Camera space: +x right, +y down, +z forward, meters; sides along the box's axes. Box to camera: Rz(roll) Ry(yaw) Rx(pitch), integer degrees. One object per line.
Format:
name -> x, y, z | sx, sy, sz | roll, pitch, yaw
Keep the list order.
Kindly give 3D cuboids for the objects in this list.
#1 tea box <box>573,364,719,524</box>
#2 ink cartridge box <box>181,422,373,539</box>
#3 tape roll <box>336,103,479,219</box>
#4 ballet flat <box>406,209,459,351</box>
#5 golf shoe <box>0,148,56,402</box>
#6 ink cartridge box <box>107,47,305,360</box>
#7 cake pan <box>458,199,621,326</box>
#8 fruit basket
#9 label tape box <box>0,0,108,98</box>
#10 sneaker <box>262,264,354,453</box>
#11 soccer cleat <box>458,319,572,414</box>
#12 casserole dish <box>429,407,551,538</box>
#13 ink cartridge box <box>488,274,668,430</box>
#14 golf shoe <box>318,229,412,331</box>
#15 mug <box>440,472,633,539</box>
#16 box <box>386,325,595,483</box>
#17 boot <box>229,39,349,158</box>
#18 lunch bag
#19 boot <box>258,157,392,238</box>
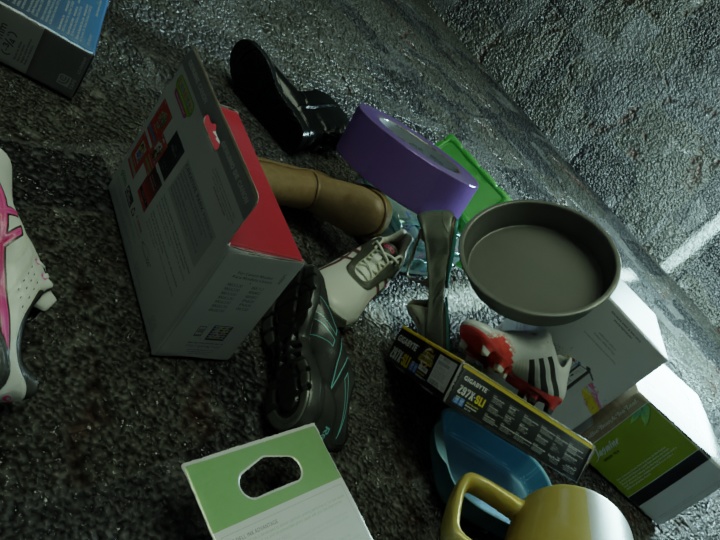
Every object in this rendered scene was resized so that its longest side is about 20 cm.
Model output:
tea box -> 0.421, 0.224, 1.001 | 0.196, 0.134, 0.201 | 41, 27, -6
ink cartridge box -> -0.040, 0.220, 0.461 | 0.144, 0.048, 0.202 | 0, 50, -54
tape roll -> 0.065, -0.146, 0.905 | 0.197, 0.066, 0.201 | 31, 18, -11
ballet flat -> 0.087, 0.027, 0.827 | 0.062, 0.207, 0.067 | 4, 5, 8
golf shoe -> -0.257, -0.001, 0.451 | 0.091, 0.072, 0.205 | 25, 42, -43
ink cartridge box -> -0.133, -0.058, 0.581 | 0.083, 0.176, 0.203 | 11, 41, -45
cake pan -> 0.216, -0.009, 0.811 | 0.193, 0.037, 0.204 | -1, 45, 1
fruit basket -> 0.168, -0.110, 1.154 | 0.217, 0.154, 0.217 | 50, -17, 21
label tape box -> -0.375, -0.288, 0.688 | 0.197, 0.063, 0.146 | 26, 32, -32
sneaker -> -0.049, 0.083, 0.635 | 0.079, 0.074, 0.204 | 40, 32, -35
soccer cleat -> 0.190, 0.097, 0.794 | 0.199, 0.087, 0.068 | 38, -16, -30
casserole dish -> 0.142, 0.231, 0.711 | 0.198, 0.039, 0.123 | 34, 29, -22
ink cartridge box -> 0.294, 0.103, 0.922 | 0.145, 0.200, 0.147 | 44, 27, -2
golf shoe -> 0.000, 0.000, 0.784 | 0.077, 0.088, 0.200 | 45, 28, 2
mug -> 0.175, 0.257, 0.576 | 0.190, 0.147, 0.153 | 61, 27, -10
box -> 0.139, 0.145, 0.733 | 0.197, 0.050, 0.159 | 33, -5, -20
boot -> -0.101, -0.267, 1.031 | 0.201, 0.073, 0.162 | 55, 30, 5
lunch bag -> 0.073, -0.068, 0.988 | 0.197, 0.077, 0.162 | 5, 46, -52
boot -> -0.080, -0.091, 0.789 | 0.172, 0.068, 0.198 | 22, 10, 35
